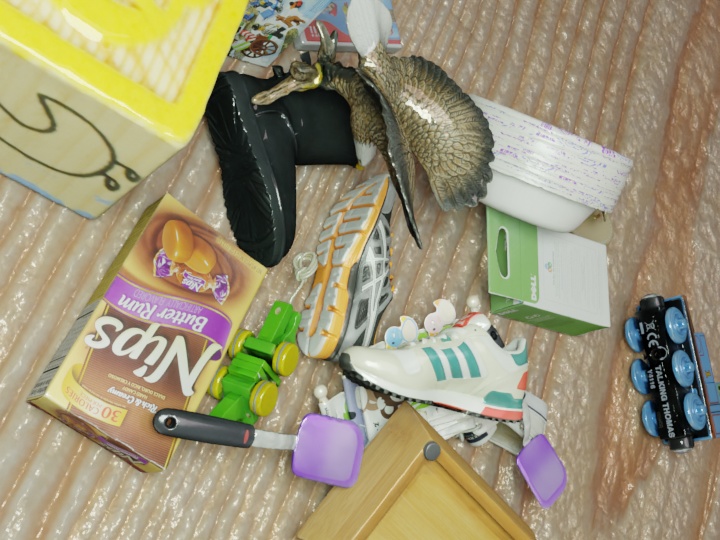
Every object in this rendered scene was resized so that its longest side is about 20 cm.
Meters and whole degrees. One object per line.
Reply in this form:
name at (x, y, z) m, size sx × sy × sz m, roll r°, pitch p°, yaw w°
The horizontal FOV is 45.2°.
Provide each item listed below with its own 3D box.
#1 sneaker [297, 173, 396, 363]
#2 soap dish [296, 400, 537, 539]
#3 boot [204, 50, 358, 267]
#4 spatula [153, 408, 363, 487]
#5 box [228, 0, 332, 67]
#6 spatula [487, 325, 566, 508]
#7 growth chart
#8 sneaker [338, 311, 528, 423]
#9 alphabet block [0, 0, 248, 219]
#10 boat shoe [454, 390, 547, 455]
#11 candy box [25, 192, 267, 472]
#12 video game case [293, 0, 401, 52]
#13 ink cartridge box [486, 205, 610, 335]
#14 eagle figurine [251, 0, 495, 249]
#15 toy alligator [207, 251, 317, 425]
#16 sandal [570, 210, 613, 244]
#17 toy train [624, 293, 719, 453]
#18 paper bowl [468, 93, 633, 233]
sneaker at (0.000, 0.000, 0.858) m, size 0.077 × 0.078 × 0.203 m, roll 27°, pitch 72°, yaw -29°
soap dish at (0.063, 0.248, 0.800) m, size 0.200 × 0.081 × 0.158 m, roll 46°, pitch 77°, yaw -17°
boot at (-0.061, -0.113, 0.848) m, size 0.161 × 0.073 × 0.202 m, roll -13°, pitch 87°, yaw -43°
spatula at (-0.080, 0.140, 0.722) m, size 0.198 × 0.020 × 0.057 m, roll 19°, pitch 81°, yaw -35°
box at (-0.096, -0.262, 0.777) m, size 0.135 × 0.199 × 0.038 m, roll 8°, pitch 68°, yaw -33°
spatula at (0.166, 0.146, 0.892) m, size 0.056 × 0.020 × 0.203 m, roll -32°, pitch 106°, yaw -37°
growth chart at (0.049, 0.119, 0.837) m, size 0.198 × 0.018 × 0.147 m, roll -26°, pitch 105°, yaw -16°
sneaker at (0.073, 0.079, 0.801) m, size 0.197 × 0.070 × 0.095 m, roll 17°, pitch 83°, yaw -23°
alphabet block at (-0.219, -0.187, 0.667) m, size 0.194 × 0.199 × 0.199 m, roll 28°, pitch 63°, yaw -26°
boat shoe at (0.122, 0.147, 0.909) m, size 0.199 × 0.070 × 0.071 m, roll 31°, pitch 58°, yaw -33°
candy box at (-0.172, 0.051, 0.727) m, size 0.116 × 0.056 × 0.202 m, roll 37°, pitch 60°, yaw -23°
video game case at (-0.033, -0.342, 0.960) m, size 0.141 × 0.017 × 0.203 m, roll -9°, pitch 83°, yaw -38°
ink cartridge box at (0.203, 0.004, 1.010) m, size 0.198 × 0.059 × 0.106 m, roll 15°, pitch 69°, yaw -32°
eagle figurine at (0.028, -0.134, 0.791) m, size 0.199 × 0.151 × 0.152 m, roll 38°, pitch 84°, yaw 18°
toy alligator at (-0.082, 0.075, 0.790) m, size 0.202 × 0.058 × 0.055 m, roll -62°, pitch 153°, yaw -30°
sandal at (0.273, -0.109, 1.085) m, size 0.211 × 0.069 × 0.078 m, roll 41°, pitch 57°, yaw -20°
toy train at (0.405, 0.130, 1.111) m, size 0.113 × 0.086 × 0.204 m, roll 4°, pitch 72°, yaw -44°
paper bowl at (0.191, -0.112, 0.960) m, size 0.198 × 0.200 × 0.106 m, roll 15°, pitch 103°, yaw -32°
